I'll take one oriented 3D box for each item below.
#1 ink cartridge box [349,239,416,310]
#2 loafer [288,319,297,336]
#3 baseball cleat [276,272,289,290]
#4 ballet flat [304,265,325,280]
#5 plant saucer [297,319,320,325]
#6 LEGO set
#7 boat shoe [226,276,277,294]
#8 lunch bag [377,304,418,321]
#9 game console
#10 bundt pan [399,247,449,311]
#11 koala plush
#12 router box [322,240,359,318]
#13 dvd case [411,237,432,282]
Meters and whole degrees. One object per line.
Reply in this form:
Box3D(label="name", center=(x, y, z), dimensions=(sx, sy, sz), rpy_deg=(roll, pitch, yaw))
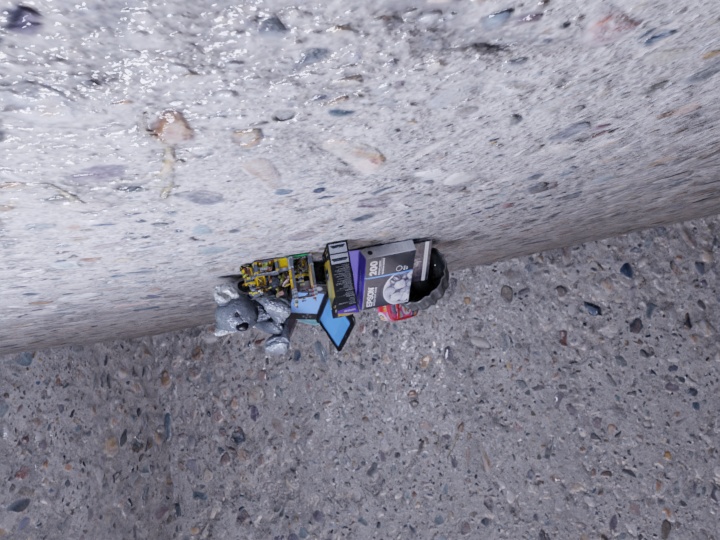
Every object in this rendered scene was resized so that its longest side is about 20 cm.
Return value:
Box3D(label="ink cartridge box", center=(0.045, 0.020, 1.420), dimensions=(0.192, 0.044, 0.203), rpy_deg=(-9, 136, -13))
Box3D(label="loafer", center=(-0.204, 0.109, 1.638), dimensions=(0.070, 0.205, 0.063), rpy_deg=(9, 157, 41))
Box3D(label="baseball cleat", center=(-0.146, 0.046, 1.536), dimensions=(0.104, 0.073, 0.196), rpy_deg=(-17, 151, 42))
Box3D(label="ballet flat", center=(-0.107, 0.000, 1.509), dimensions=(0.064, 0.059, 0.199), rpy_deg=(-3, -175, 16))
Box3D(label="plant saucer", center=(-0.116, 0.099, 1.529), dimensions=(0.191, 0.028, 0.203), rpy_deg=(-1, 147, 0))
Box3D(label="LEGO set", center=(-0.188, 0.037, 1.271), dimensions=(0.194, 0.121, 0.152), rpy_deg=(-8, 174, -30))
Box3D(label="boat shoe", center=(-0.285, 0.045, 1.496), dimensions=(0.067, 0.075, 0.196), rpy_deg=(-16, 164, 41))
Box3D(label="lunch bag", center=(0.109, 0.064, 1.774), dimensions=(0.172, 0.209, 0.081), rpy_deg=(-7, 179, -40))
Box3D(label="game console", center=(-0.117, 0.126, 1.433), dimensions=(0.169, 0.120, 0.202), rpy_deg=(3, 147, -16))
Box3D(label="bundt pan", center=(0.180, 0.035, 1.578), dimensions=(0.196, 0.207, 0.076), rpy_deg=(-14, 136, 28))
Box3D(label="koala plush", center=(-0.290, 0.108, 1.390), dimensions=(0.192, 0.183, 0.186), rpy_deg=(-5, -142, -17))
Box3D(label="router box", center=(-0.050, 0.028, 1.255), dimensions=(0.050, 0.164, 0.200), rpy_deg=(-9, 174, -8))
Box3D(label="dvd case", center=(0.098, -0.015, 1.455), dimensions=(0.192, 0.016, 0.152), rpy_deg=(-10, 136, -8))
